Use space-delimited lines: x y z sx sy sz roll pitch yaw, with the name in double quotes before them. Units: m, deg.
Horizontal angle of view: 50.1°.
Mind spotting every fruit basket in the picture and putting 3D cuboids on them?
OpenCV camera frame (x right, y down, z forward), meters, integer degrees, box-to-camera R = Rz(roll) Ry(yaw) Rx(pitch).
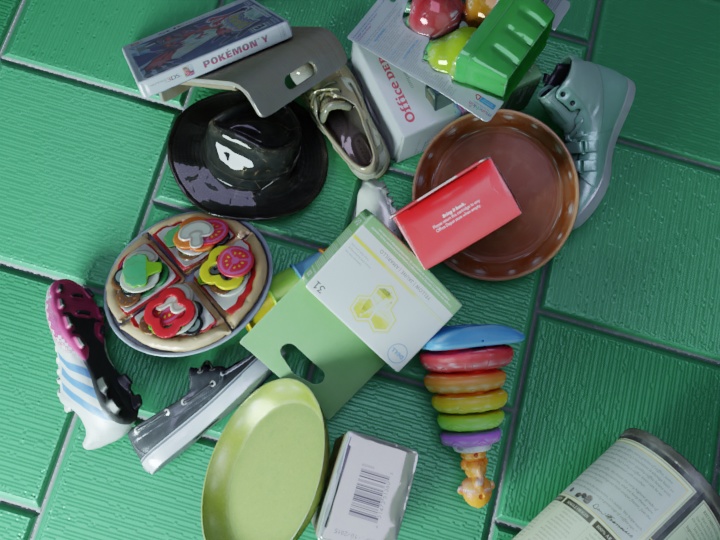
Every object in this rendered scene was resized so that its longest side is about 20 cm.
"fruit basket" 0.115 -0.287 0.904 0.199 0.094 0.186 31 75 19

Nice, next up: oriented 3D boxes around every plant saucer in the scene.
"plant saucer" -0.096 0.214 0.808 0.031 0.199 0.203 30 72 -36
"plant saucer" 0.161 -0.090 0.924 0.197 0.032 0.204 2 96 17

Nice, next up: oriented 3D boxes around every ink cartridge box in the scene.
"ink cartridge box" -0.011 0.056 0.825 0.145 0.048 0.200 43 92 -17
"ink cartridge box" 0.103 -0.247 0.970 0.198 0.088 0.147 -24 79 -8
"ink cartridge box" 0.107 -0.060 0.819 0.115 0.200 0.068 -31 88 13

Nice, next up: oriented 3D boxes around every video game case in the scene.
"video game case" -0.190 -0.274 0.922 0.180 0.200 0.023 -26 123 -9

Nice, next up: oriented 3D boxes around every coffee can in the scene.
"coffee can" 0.265 0.288 0.811 0.199 0.147 0.147 -38 81 -12

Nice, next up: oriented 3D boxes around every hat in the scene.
"hat" -0.131 -0.155 0.921 0.197 0.081 0.204 4 70 -10

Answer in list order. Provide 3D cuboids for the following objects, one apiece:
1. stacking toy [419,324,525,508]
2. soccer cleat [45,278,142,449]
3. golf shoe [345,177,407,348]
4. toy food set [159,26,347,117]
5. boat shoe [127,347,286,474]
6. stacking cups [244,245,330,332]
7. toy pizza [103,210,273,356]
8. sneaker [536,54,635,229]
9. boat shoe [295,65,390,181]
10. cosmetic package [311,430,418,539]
"stacking toy" 0.124 0.163 0.867 0.114 0.110 0.203 -5 87 -15
"soccer cleat" -0.317 0.105 0.863 0.086 0.070 0.201 -41 66 21
"golf shoe" 0.000 0.000 0.864 0.096 0.078 0.203 -6 100 -20
"toy food set" -0.130 -0.228 0.902 0.198 0.061 0.143 16 47 42
"boat shoe" -0.175 0.139 0.867 0.199 0.070 0.066 -41 83 -5
"stacking cups" -0.052 0.011 0.913 0.198 0.061 0.061 -28 79 -14
"toy pizza" -0.198 0.005 0.877 0.197 0.032 0.202 -4 54 5
"sneaker" 0.248 -0.158 0.937 0.117 0.074 0.203 19 87 -20
"boat shoe" -0.030 -0.203 0.953 0.072 0.065 0.202 -31 82 10
"cosmetic package" -0.001 0.225 0.782 0.070 0.200 0.107 17 74 -1
